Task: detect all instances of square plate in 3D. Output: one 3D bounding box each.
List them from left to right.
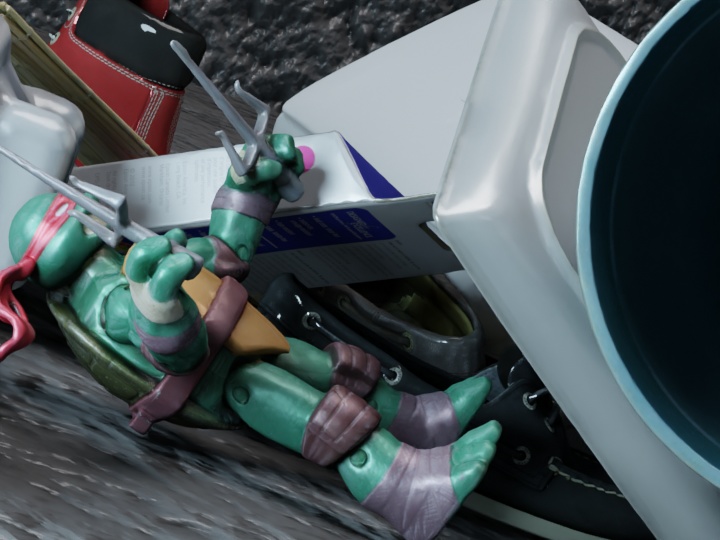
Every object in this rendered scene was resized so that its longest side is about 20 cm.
[{"bbox_3d":[0.105,-0.004,0.999,0.198,0.028,0.200,53,30,-22],"label":"square plate"}]

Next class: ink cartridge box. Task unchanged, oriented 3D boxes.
[{"bbox_3d":[-0.044,-0.018,0.998,0.199,0.037,0.095,-4,-17,19],"label":"ink cartridge box"}]

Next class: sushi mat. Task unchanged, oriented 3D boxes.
[{"bbox_3d":[-0.118,-0.063,1.044,0.095,0.012,0.200,28,-12,41],"label":"sushi mat"}]

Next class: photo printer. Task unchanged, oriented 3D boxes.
[{"bbox_3d":[0.078,-0.044,1.174,0.166,0.070,0.200,-27,41,-22],"label":"photo printer"}]

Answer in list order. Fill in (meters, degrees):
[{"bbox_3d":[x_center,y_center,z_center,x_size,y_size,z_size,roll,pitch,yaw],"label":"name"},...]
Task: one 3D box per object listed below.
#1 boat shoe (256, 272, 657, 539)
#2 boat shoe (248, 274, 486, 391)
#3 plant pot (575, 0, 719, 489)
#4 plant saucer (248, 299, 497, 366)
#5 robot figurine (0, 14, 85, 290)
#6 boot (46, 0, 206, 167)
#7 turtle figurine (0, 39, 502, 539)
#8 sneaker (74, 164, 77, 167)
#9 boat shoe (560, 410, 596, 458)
[{"bbox_3d":[0.044,0.054,0.990,0.198,0.066,0.075,21,5,-5],"label":"boat shoe"},{"bbox_3d":[-0.001,0.000,1.101,0.071,0.066,0.201,-3,34,-31],"label":"boat shoe"},{"bbox_3d":[0.189,-0.015,0.939,0.199,0.201,0.188,22,5,11],"label":"plant pot"},{"bbox_3d":[-0.007,0.031,1.209,0.199,0.035,0.200,22,4,-2],"label":"plant saucer"},{"bbox_3d":[-0.200,-0.059,0.916,0.199,0.113,0.170,21,6,-5],"label":"robot figurine"},{"bbox_3d":[-0.157,-0.091,1.248,0.199,0.145,0.072,21,7,39],"label":"boot"},{"bbox_3d":[-0.047,0.011,0.880,0.200,0.101,0.150,36,29,-10],"label":"turtle figurine"},{"bbox_3d":[-0.185,-0.045,1.149,0.200,0.075,0.087,32,3,22],"label":"sneaker"},{"bbox_3d":[0.154,0.092,1.101,0.199,0.076,0.072,9,-24,-26],"label":"boat shoe"}]
